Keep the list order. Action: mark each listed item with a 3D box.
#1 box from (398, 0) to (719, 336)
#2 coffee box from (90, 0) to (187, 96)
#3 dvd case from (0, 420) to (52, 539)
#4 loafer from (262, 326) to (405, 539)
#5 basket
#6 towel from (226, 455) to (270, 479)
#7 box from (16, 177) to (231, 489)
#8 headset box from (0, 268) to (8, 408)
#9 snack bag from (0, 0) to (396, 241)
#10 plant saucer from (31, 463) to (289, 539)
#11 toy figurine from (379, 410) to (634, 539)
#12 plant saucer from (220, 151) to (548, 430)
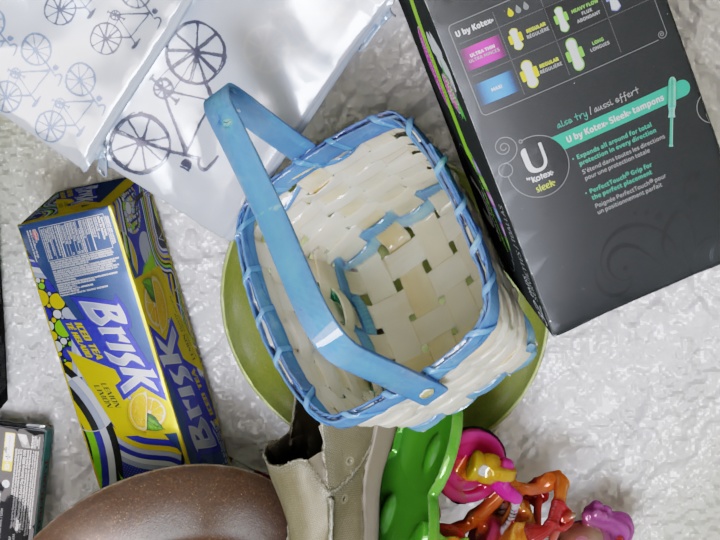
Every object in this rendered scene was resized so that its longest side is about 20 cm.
[{"bbox_3d":[0.110,-0.093,1.329,0.124,0.149,0.201,-23,106,-1],"label":"box"},{"bbox_3d":[-0.186,-0.181,1.399,0.198,0.080,0.114,12,114,5],"label":"coffee box"},{"bbox_3d":[-0.300,0.158,1.561,0.198,0.022,0.147,6,93,7],"label":"dvd case"},{"bbox_3d":[-0.025,0.127,1.442,0.067,0.076,0.202,9,93,-21],"label":"loafer"},{"bbox_3d":[0.000,0.000,1.322,0.139,0.177,0.200,-32,147,13],"label":"basket"},{"bbox_3d":[-0.027,0.219,1.560,0.199,0.023,0.145,27,113,-1],"label":"towel"},{"bbox_3d":[-0.140,0.050,1.482,0.064,0.070,0.201,-10,106,17],"label":"box"},{"bbox_3d":[-0.324,0.008,1.487,0.198,0.093,0.176,3,107,9],"label":"headset box"},{"bbox_3d":[-0.108,-0.129,1.353,0.199,0.021,0.189,33,112,-7],"label":"snack bag"},{"bbox_3d":[-0.120,0.201,1.479,0.199,0.037,0.201,-16,136,-16],"label":"plant saucer"},{"bbox_3d":[0.095,0.178,1.469,0.183,0.150,0.201,16,99,-21],"label":"toy figurine"},{"bbox_3d":[0.016,0.017,1.467,0.198,0.031,0.202,3,111,8],"label":"plant saucer"}]
